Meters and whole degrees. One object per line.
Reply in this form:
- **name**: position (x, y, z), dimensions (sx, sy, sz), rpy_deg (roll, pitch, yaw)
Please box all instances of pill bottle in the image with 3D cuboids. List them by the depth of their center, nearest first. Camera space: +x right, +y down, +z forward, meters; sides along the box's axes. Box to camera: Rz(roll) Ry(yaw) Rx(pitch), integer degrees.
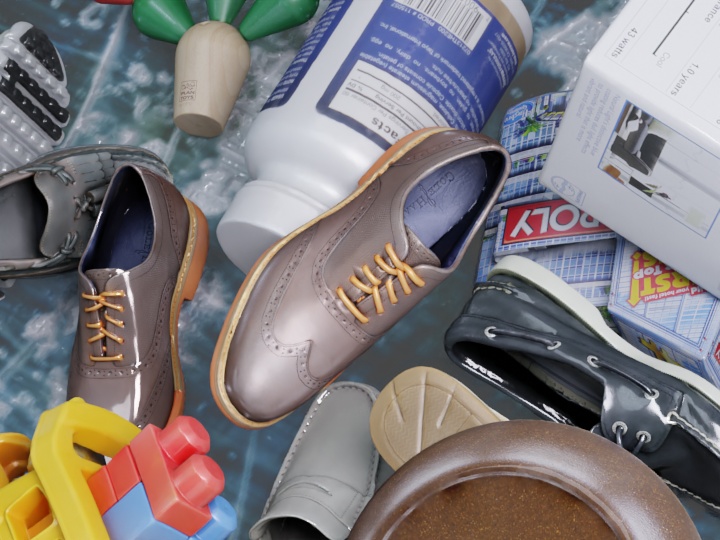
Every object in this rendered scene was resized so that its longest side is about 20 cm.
- **pill bottle**: position (0.005, -0.080, 1.615), dimensions (0.111, 0.111, 0.200), rpy_deg (14, 62, 35)

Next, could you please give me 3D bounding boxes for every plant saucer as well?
- **plant saucer**: position (0.070, 0.169, 1.376), dimensions (0.200, 0.032, 0.201), rpy_deg (-4, 79, 21)

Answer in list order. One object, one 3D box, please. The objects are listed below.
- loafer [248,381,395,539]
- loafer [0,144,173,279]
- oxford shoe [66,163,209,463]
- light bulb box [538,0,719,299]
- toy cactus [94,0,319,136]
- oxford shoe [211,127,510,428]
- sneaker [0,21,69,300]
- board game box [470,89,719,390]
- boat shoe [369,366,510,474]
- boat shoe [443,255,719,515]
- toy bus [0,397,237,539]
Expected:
- **loafer**: position (-0.021, 0.136, 1.481), dimensions (0.070, 0.070, 0.200), rpy_deg (-8, 51, 22)
- **loafer**: position (-0.196, -0.026, 1.664), dimensions (0.200, 0.072, 0.063), rpy_deg (-14, 7, -17)
- **oxford shoe**: position (-0.138, 0.036, 1.615), dimensions (0.071, 0.073, 0.200), rpy_deg (-5, 62, 22)
- **light bulb box**: position (0.229, -0.085, 1.428), dimensions (0.200, 0.125, 0.198), rpy_deg (34, 64, 9)
- **toy cactus**: position (-0.082, -0.164, 1.754), dimensions (0.200, 0.102, 0.165), rpy_deg (1, 64, 18)
- **oxford shoe**: position (0.000, 0.000, 1.500), dimensions (0.200, 0.071, 0.073), rpy_deg (-50, 17, -15)
- **sneaker**: position (-0.236, -0.067, 1.763), dimensions (0.081, 0.075, 0.200), rpy_deg (-8, 50, 33)
- **board game box**: position (0.149, -0.015, 1.522), dimensions (0.200, 0.062, 0.200), rpy_deg (-6, 51, 23)
- **boat shoe**: position (0.089, 0.126, 1.430), dimensions (0.074, 0.069, 0.200), rpy_deg (-45, 67, 10)
- **boat shoe**: position (0.122, 0.072, 1.429), dimensions (0.199, 0.075, 0.066), rpy_deg (40, 61, 19)
- **toy bus**: position (-0.144, 0.135, 1.468), dimensions (0.192, 0.136, 0.200), rpy_deg (-46, 42, 15)
